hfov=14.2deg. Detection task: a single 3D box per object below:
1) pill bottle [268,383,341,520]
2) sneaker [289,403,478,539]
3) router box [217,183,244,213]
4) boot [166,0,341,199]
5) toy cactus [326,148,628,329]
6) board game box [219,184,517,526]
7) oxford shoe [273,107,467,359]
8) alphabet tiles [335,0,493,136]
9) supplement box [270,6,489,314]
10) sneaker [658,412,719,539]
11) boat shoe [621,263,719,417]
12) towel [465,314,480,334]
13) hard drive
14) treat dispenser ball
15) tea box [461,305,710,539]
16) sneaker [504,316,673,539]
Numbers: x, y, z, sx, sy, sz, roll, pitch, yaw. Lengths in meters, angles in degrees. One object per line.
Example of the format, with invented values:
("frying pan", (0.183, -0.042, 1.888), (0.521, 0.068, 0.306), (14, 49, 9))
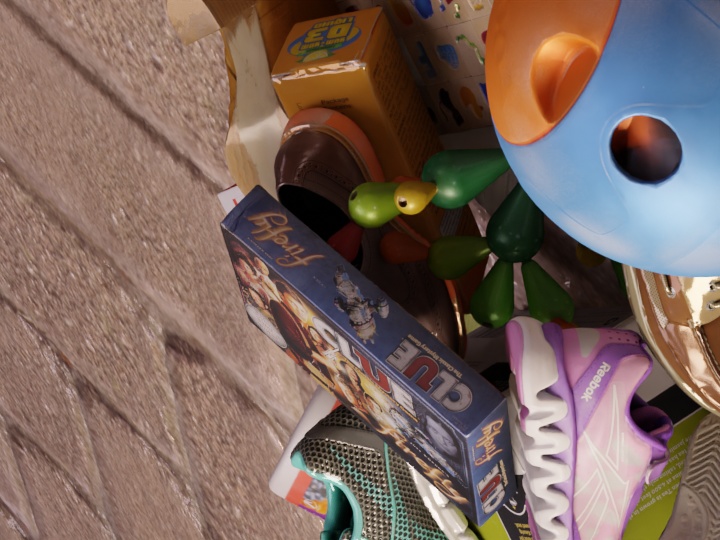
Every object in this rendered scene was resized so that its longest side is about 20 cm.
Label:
("pill bottle", (0.048, 0.146, 1.965), (0.200, 0.112, 0.111), (27, 155, 1))
("sneaker", (0.019, 0.166, 1.792), (0.200, 0.091, 0.078), (65, 160, -14))
("router box", (-0.011, 0.008, 2.082), (0.200, 0.049, 0.179), (62, 159, -6))
("boot", (-0.036, -0.129, 1.836), (0.071, 0.144, 0.202), (-12, 111, 40))
("toy cactus", (0.093, -0.039, 1.667), (0.102, 0.199, 0.165), (-87, 16, -70))
("board game box", (0.006, 0.050, 1.680), (0.200, 0.035, 0.136), (41, 164, 23))
("oxford shoe", (0.000, 0.000, 1.752), (0.071, 0.073, 0.200), (-15, 123, 31))
("alphabet tiles", (0.033, -0.160, 1.745), (0.168, 0.008, 0.200), (63, 158, -9))
("supplement box", (0.015, -0.063, 1.787), (0.066, 0.069, 0.200), (-7, 128, 24))
("sneaker", (0.199, 0.181, 1.665), (0.075, 0.200, 0.085), (16, 149, 24))
("boat shoe", (0.185, -0.008, 1.582), (0.200, 0.076, 0.074), (61, 156, -6))
("towel", (0.019, 0.026, 1.972), (0.200, 0.018, 0.086), (28, 129, 25))
("hard drive", (0.059, -0.136, 1.763), (0.132, 0.026, 0.200), (48, 156, 28))
("treat dispenser ball", (0.158, -0.097, 1.346), (0.201, 0.201, 0.201), (47, 156, 29))
("tea box", (0.131, 0.136, 1.812), (0.197, 0.133, 0.200), (64, 159, -10))
("sneaker", (0.136, 0.115, 1.638), (0.081, 0.088, 0.201), (-107, 8, -63))
